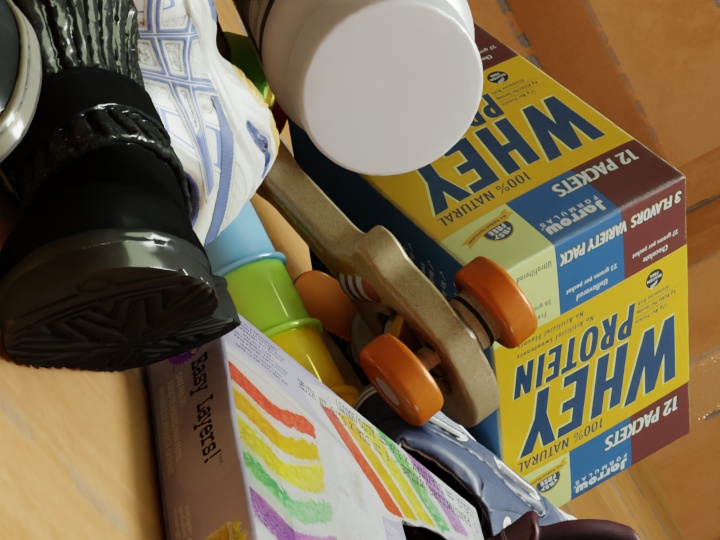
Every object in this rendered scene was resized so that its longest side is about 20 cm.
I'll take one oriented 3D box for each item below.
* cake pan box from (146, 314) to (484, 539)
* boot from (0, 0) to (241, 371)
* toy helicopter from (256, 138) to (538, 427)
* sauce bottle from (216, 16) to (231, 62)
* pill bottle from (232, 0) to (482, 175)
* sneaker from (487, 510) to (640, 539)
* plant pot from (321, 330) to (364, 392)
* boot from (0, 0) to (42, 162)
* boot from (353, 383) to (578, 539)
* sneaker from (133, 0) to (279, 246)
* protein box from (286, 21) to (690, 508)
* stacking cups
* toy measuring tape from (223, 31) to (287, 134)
[{"bbox_3d":[-0.005,0.129,0.912,0.200,0.052,0.184,42,21,-30],"label":"cake pan box"},{"bbox_3d":[-0.112,-0.046,0.819,0.211,0.079,0.158,79,-7,-83],"label":"boot"},{"bbox_3d":[0.000,0.000,1.081,0.200,0.079,0.132,48,-12,15],"label":"toy helicopter"},{"bbox_3d":[-0.110,-0.135,1.157,0.201,0.065,0.065,66,9,22],"label":"sauce bottle"},{"bbox_3d":[-0.003,-0.135,1.138,0.114,0.114,0.200,58,4,-31],"label":"pill bottle"},{"bbox_3d":[0.128,0.196,1.028,0.200,0.116,0.076,43,14,-11],"label":"sneaker"},{"bbox_3d":[-0.006,0.112,1.162,0.200,0.027,0.200,60,9,-16],"label":"plant pot"},{"bbox_3d":[-0.182,-0.124,0.686,0.154,0.073,0.204,52,8,-43],"label":"boot"},{"bbox_3d":[0.069,0.145,1.117,0.200,0.073,0.090,42,9,-14],"label":"boot"},{"bbox_3d":[-0.106,-0.088,0.964,0.200,0.075,0.088,56,51,-36],"label":"sneaker"},{"bbox_3d":[0.075,0.002,1.223,0.200,0.135,0.199,42,-29,42],"label":"protein box"},{"bbox_3d":[-0.072,-0.008,1.066,0.200,0.060,0.060,61,8,18],"label":"stacking cups"},{"bbox_3d":[-0.070,-0.084,1.205,0.074,0.073,0.200,58,10,-31],"label":"toy measuring tape"}]
